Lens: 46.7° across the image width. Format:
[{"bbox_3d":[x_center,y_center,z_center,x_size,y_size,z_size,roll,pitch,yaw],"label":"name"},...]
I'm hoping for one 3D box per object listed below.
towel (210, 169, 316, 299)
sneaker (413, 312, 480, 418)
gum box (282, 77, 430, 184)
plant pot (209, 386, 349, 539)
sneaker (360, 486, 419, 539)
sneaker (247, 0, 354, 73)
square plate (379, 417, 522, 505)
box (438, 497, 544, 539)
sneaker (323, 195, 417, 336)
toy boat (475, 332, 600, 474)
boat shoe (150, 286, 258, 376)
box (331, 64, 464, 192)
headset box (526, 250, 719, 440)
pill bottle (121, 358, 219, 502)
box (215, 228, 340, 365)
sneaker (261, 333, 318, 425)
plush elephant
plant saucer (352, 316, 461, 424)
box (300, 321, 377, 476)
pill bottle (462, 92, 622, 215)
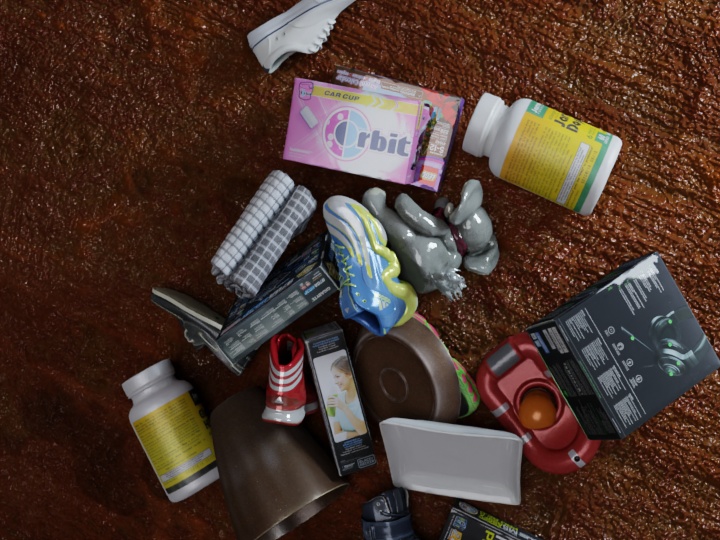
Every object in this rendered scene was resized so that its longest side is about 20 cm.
[{"bbox_3d":[-0.140,-0.043,1.194,0.085,0.200,0.167,34,80,-5],"label":"towel"},{"bbox_3d":[0.092,0.137,1.227,0.083,0.077,0.201,-39,82,14],"label":"sneaker"},{"bbox_3d":[-0.002,-0.197,1.183,0.196,0.066,0.116,13,100,13],"label":"gum box"},{"bbox_3d":[-0.143,0.286,1.261,0.186,0.186,0.202,-37,72,14],"label":"plant pot"},{"bbox_3d":[0.076,0.400,1.224,0.199,0.076,0.150,-5,83,42],"label":"sneaker"},{"bbox_3d":[-0.073,-0.360,1.234,0.197,0.073,0.072,-24,98,24],"label":"sneaker"},{"bbox_3d":[0.134,0.271,1.198,0.195,0.200,0.029,5,52,14],"label":"square plate"},{"bbox_3d":[0.177,0.470,1.251,0.158,0.044,0.204,23,100,12],"label":"box"},{"bbox_3d":[0.000,0.000,1.123,0.075,0.105,0.201,-27,104,46],"label":"sneaker"},{"bbox_3d":[0.249,0.192,1.162,0.130,0.131,0.201,-40,85,15],"label":"toy boat"},{"bbox_3d":[-0.254,0.091,1.313,0.198,0.072,0.068,32,98,8],"label":"boat shoe"},{"bbox_3d":[0.042,-0.209,1.227,0.196,0.039,0.140,17,100,12],"label":"box"},{"bbox_3d":[0.354,0.097,1.109,0.198,0.093,0.176,-30,87,-16],"label":"headset box"},{"bbox_3d":[-0.294,0.249,1.317,0.111,0.112,0.203,-28,88,15],"label":"pill bottle"},{"bbox_3d":[-0.114,0.034,1.226,0.198,0.160,0.046,-36,106,14],"label":"box"},{"bbox_3d":[-0.094,0.147,1.215,0.076,0.200,0.118,8,94,-1],"label":"sneaker"},{"bbox_3d":[0.115,-0.051,1.175,0.199,0.154,0.167,32,149,41],"label":"plush elephant"},{"bbox_3d":[0.056,0.160,1.211,0.198,0.034,0.205,19,118,38],"label":"plant saucer"},{"bbox_3d":[-0.033,0.185,1.233,0.059,0.117,0.205,-15,95,-6],"label":"box"},{"bbox_3d":[0.245,-0.165,1.141,0.197,0.113,0.115,25,101,11],"label":"pill bottle"}]
